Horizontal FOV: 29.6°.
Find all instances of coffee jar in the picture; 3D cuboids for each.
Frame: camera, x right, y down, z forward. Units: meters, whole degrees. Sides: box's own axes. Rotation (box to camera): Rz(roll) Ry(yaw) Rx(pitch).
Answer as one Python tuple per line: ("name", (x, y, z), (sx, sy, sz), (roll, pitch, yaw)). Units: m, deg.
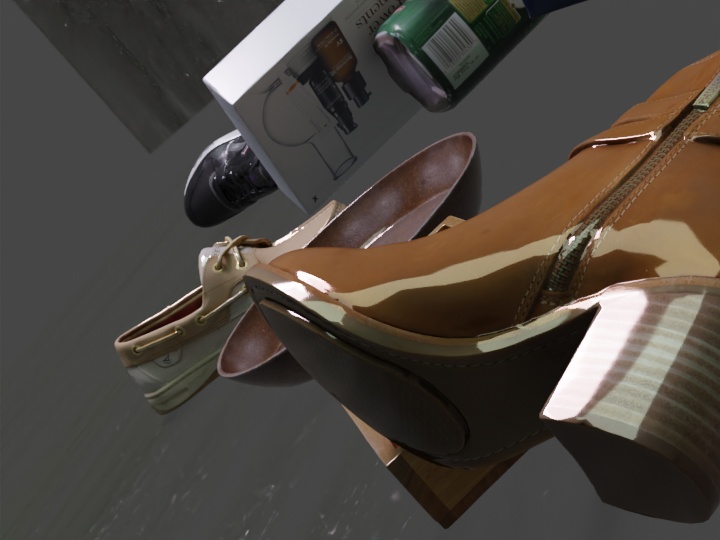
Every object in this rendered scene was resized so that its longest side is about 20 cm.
("coffee jar", (0.106, -0.218, 1.054), (0.200, 0.085, 0.104), (-44, 8, -8))

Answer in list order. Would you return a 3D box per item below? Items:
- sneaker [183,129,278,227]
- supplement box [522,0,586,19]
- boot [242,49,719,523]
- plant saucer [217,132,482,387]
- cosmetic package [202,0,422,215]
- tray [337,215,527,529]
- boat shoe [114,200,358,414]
("sneaker", (-0.111, -0.107, 1.396), (0.199, 0.076, 0.088), (-39, 19, 19))
("supplement box", (0.154, -0.314, 0.883), (0.133, 0.201, 0.201), (-11, 32, 37))
("boot", (0.065, -0.016, 0.437), (0.198, 0.077, 0.156), (8, 54, 48))
("plant saucer", (0.000, 0.000, 0.786), (0.200, 0.035, 0.201), (-40, 14, 11))
("cosmetic package", (-0.013, -0.165, 1.107), (0.200, 0.151, 0.052), (-45, 52, -7))
("tray", (0.037, 0.032, 0.564), (0.099, 0.037, 0.200), (-44, 12, -2))
("boat shoe", (-0.086, 0.014, 0.917), (0.199, 0.069, 0.074), (-40, 13, 12))
